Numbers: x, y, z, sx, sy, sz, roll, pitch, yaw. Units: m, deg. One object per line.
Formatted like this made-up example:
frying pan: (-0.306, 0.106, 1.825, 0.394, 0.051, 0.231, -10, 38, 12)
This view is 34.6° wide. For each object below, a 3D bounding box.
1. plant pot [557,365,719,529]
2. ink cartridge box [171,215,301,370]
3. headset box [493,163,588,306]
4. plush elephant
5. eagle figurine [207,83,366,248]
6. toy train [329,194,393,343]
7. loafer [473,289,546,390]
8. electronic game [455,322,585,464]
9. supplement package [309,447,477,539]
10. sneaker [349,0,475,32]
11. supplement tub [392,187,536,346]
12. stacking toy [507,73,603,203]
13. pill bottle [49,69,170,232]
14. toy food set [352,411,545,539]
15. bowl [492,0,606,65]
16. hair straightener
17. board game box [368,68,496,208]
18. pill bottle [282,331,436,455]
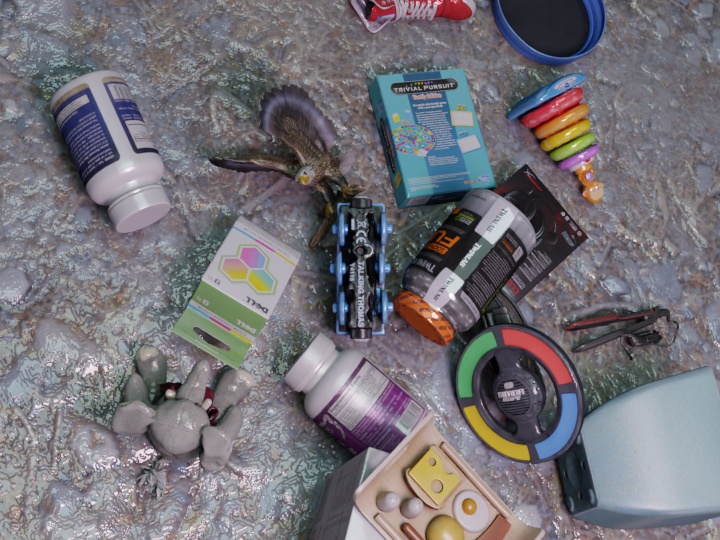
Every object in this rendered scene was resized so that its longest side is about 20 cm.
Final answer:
plant pot: (0.386, 0.263, 1.611, 0.197, 0.196, 0.199, -8, 73, -13)
ink cartridge box: (-0.162, 0.026, 1.542, 0.103, 0.059, 0.201, 31, 41, -6)
headset box: (0.217, -0.038, 1.721, 0.199, 0.077, 0.149, -38, 86, -27)
plush elephant: (-0.223, 0.179, 1.454, 0.163, 0.155, 0.202, 22, 65, -9)
eagle figurine: (-0.090, -0.155, 1.620, 0.199, 0.151, 0.152, 39, 75, -10)
toy train: (0.000, 0.000, 1.595, 0.085, 0.114, 0.203, 0, 85, -2)
loafer: (0.207, 0.115, 1.640, 0.063, 0.071, 0.202, -32, 99, -57)
electronic game: (0.217, 0.170, 1.587, 0.041, 0.200, 0.201, -23, 78, -50)
supplement package: (0.031, 0.334, 1.457, 0.150, 0.200, 0.152, 20, 65, -10)
sneaker: (0.077, -0.414, 1.813, 0.198, 0.071, 0.113, 22, 62, -1)
supplement tub: (0.140, -0.003, 1.587, 0.122, 0.123, 0.201, 40, 76, -1)
stacking toy: (0.330, -0.197, 1.813, 0.115, 0.110, 0.202, -27, 92, -27)
pill bottle: (-0.334, -0.158, 1.564, 0.110, 0.111, 0.202, -21, 79, -23)
toy food set: (0.105, 0.284, 1.354, 0.200, 0.060, 0.143, 47, 63, 1)
bowl: (0.310, -0.431, 1.913, 0.198, 0.039, 0.203, 6, 69, -16)
hair straightener: (0.406, 0.103, 1.759, 0.198, 0.041, 0.078, -8, 74, -25)
board game box: (0.109, -0.203, 1.761, 0.149, 0.047, 0.202, -8, 73, -20)
pill bottle: (-0.005, 0.178, 1.551, 0.200, 0.112, 0.113, 40, 64, -1)
